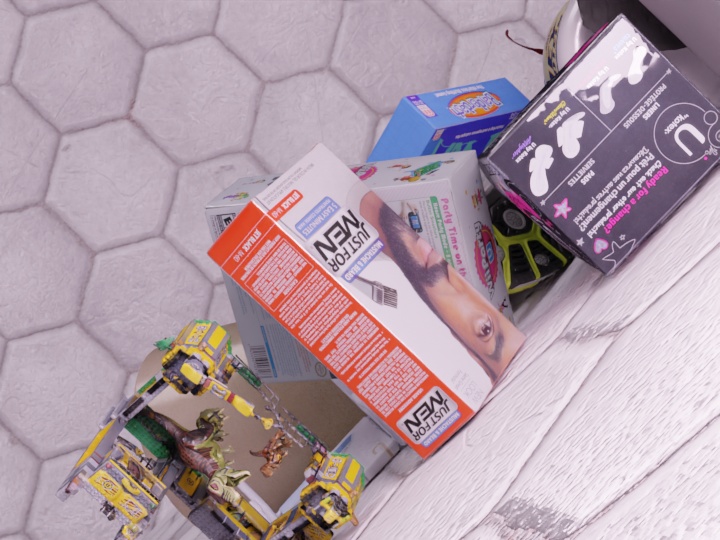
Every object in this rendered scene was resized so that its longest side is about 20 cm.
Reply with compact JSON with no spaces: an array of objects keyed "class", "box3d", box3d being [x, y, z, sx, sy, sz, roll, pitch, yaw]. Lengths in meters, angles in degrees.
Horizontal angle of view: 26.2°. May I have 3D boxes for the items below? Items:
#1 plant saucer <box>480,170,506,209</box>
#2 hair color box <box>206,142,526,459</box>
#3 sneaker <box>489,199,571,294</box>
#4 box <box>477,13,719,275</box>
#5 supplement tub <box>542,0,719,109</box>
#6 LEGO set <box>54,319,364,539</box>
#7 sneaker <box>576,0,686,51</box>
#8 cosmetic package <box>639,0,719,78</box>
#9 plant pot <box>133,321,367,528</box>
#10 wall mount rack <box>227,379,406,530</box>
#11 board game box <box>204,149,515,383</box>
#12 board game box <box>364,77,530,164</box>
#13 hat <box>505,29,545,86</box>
[{"class":"plant saucer","box3d":[0.102,-0.037,1.338,0.200,0.050,0.200,-42,-25,-24]},{"class":"hair color box","box3d":[0.007,0.017,1.045,0.064,0.200,0.111,-45,1,34]},{"class":"sneaker","box3d":[0.136,-0.021,1.255,0.200,0.075,0.076,-33,-15,-44]},{"class":"box","box3d":[0.164,-0.082,1.069,0.132,0.115,0.200,-47,0,4]},{"class":"supplement tub","box3d":[0.225,-0.176,1.269,0.145,0.145,0.200,-46,1,4]},{"class":"LEGO set","box3d":[-0.101,0.145,1.025,0.153,0.200,0.116,-30,17,28]},{"class":"sneaker","box3d":[0.253,-0.205,1.130,0.086,0.199,0.081,-59,-29,-70]},{"class":"cosmetic package","box3d":[0.232,-0.210,1.013,0.090,0.200,0.107,-44,-1,-14]},{"class":"plant pot","box3d":[-0.059,0.110,1.336,0.200,0.188,0.187,-28,9,26]},{"class":"wall mount rack","box3d":[-0.046,0.133,1.196,0.200,0.075,0.174,-46,22,-5]},{"class":"board game box","box3d":[0.000,0.000,1.142,0.199,0.148,0.064,-5,22,26]},{"class":"board game box","box3d":[0.050,-0.068,1.335,0.152,0.045,0.200,-19,-32,-49]},{"class":"hat","box3d":[0.278,-0.288,2.151,0.166,0.176,0.200,-47,2,-38]}]
